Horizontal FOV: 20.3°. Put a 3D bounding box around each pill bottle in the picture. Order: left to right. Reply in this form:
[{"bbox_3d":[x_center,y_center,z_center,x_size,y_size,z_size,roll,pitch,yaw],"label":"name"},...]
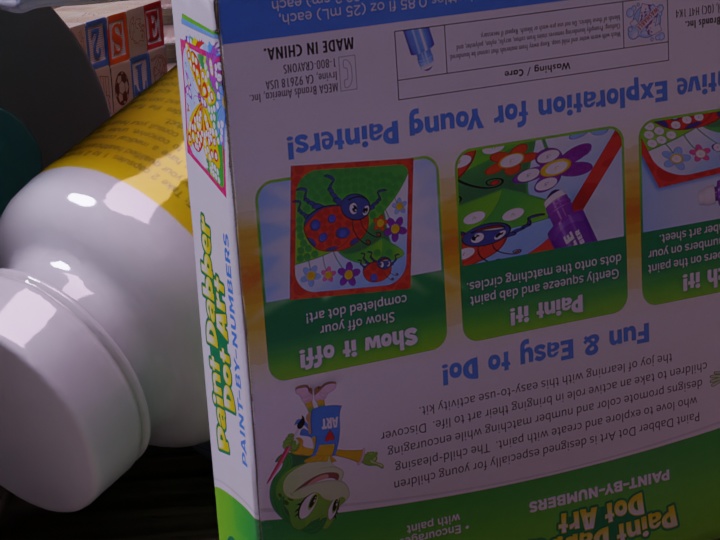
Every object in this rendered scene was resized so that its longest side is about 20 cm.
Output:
[{"bbox_3d":[-0.059,-0.008,0.713,0.111,0.111,0.200,9,40,40],"label":"pill bottle"}]

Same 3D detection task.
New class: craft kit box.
[{"bbox_3d":[0.048,0.000,0.620,0.200,0.198,0.049,-10,13,-23],"label":"craft kit box"}]

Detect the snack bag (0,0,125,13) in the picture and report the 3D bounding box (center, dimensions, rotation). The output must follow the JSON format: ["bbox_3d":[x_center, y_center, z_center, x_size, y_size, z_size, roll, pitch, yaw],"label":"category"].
[{"bbox_3d":[-0.144,-0.127,0.746,0.200,0.021,0.188,16,18,28],"label":"snack bag"}]

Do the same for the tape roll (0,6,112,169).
[{"bbox_3d":[-0.213,-0.053,0.875,0.202,0.203,0.139,-7,15,-12],"label":"tape roll"}]

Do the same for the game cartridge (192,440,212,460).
[{"bbox_3d":[0.034,0.017,0.758,0.200,0.041,0.133,-38,34,-27],"label":"game cartridge"}]

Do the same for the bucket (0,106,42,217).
[{"bbox_3d":[-0.224,-0.001,0.698,0.135,0.208,0.207,5,17,36],"label":"bucket"}]

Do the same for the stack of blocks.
[{"bbox_3d":[-0.174,-0.088,1.165,0.058,0.115,0.200,1,15,17],"label":"stack of blocks"}]
